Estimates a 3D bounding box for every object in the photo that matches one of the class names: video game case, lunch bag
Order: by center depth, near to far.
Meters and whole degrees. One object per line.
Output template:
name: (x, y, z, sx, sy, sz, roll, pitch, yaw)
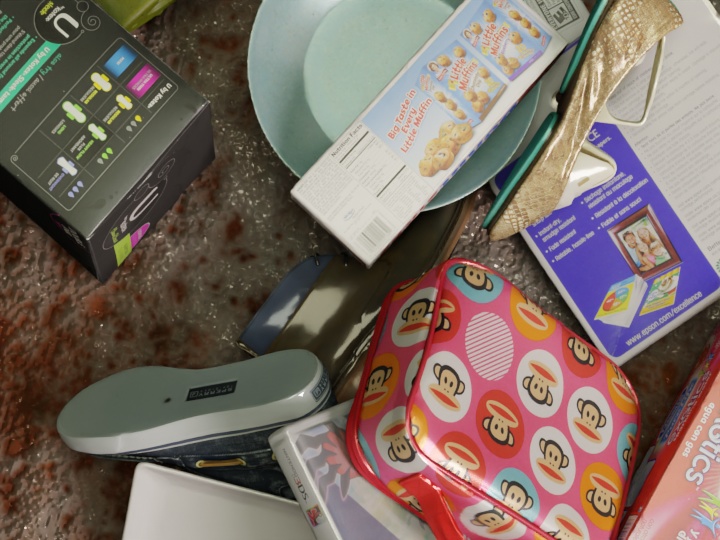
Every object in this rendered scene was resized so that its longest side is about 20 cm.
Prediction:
lunch bag: (0.087, 0.109, 1.194, 0.199, 0.082, 0.177, 37, 51, -26)
video game case: (0.046, 0.160, 1.202, 0.023, 0.199, 0.184, -33, 80, 37)
video game case: (0.040, -0.208, 1.320, 0.180, 0.045, 0.201, -28, 83, -6)

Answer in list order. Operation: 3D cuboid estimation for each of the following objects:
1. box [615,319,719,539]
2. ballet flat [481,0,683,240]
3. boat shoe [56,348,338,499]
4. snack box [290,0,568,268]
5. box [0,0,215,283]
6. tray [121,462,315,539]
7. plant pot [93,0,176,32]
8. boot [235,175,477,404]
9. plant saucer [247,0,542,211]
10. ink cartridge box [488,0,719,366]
box: (0.246, 0.130, 1.246, 0.095, 0.100, 0.201, 30, 80, 1)
ballet flat: (0.150, -0.097, 1.229, 0.065, 0.071, 0.201, 27, 107, -1)
boat shoe: (-0.102, 0.115, 1.245, 0.198, 0.091, 0.071, -8, 36, 22)
snack box: (0.046, -0.099, 1.230, 0.072, 0.024, 0.200, 42, 83, 6)
box: (-0.209, -0.112, 1.240, 0.200, 0.149, 0.125, 40, 80, 4)
tray: (-0.060, 0.190, 1.241, 0.198, 0.022, 0.108, 15, 117, 0)
plant pot: (-0.172, -0.271, 1.262, 0.200, 0.200, 0.194, -37, 96, -8)
boot: (0.000, 0.000, 1.269, 0.096, 0.075, 0.201, 31, 82, 0)
plant saucer: (0.022, -0.135, 1.267, 0.199, 0.039, 0.203, 0, 81, -2)
ink cartridge box: (0.197, -0.071, 1.270, 0.197, 0.043, 0.201, -35, 85, 18)
